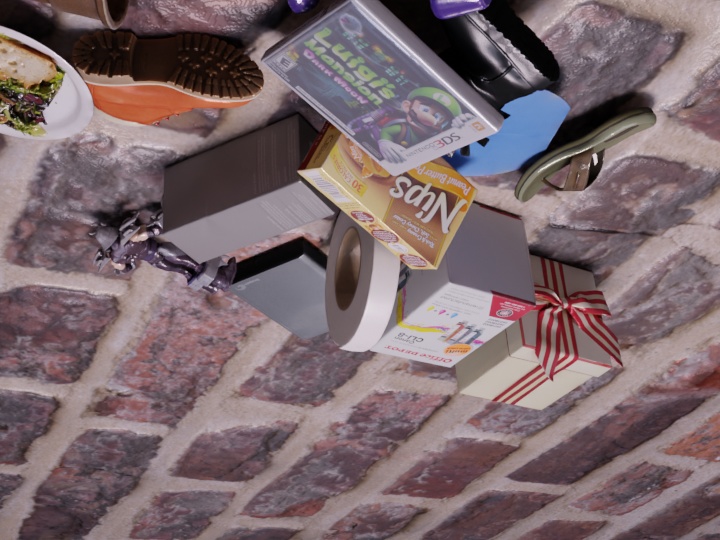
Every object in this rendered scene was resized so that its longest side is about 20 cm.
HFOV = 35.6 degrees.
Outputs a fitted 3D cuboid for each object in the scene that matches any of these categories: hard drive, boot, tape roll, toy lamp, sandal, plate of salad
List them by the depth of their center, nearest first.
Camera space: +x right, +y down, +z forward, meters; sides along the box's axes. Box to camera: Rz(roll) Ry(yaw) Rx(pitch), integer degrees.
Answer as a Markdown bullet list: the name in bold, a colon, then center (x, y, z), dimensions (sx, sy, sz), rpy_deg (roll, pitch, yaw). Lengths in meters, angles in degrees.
- **toy lamp**: center (0.028, -0.271, 1.075), dimensions (0.199, 0.058, 0.058), rpy_deg (9, 155, 25)
- **boot**: center (0.091, -0.220, 1.167), dimensions (0.162, 0.073, 0.198), rpy_deg (-30, 118, 37)
- **plate of salad**: center (-0.383, -0.191, 1.190), dimensions (0.199, 0.048, 0.200), rpy_deg (8, 152, 4)
- **boot**: center (-0.204, -0.198, 1.216), dimensions (0.199, 0.075, 0.107), rpy_deg (7, 150, -2)
- **sandal**: center (0.272, -0.130, 1.364), dimensions (0.201, 0.057, 0.080), rpy_deg (-29, 172, 32)
- **tape roll**: center (0.000, 0.000, 1.427), dimensions (0.037, 0.203, 0.203), rpy_deg (8, 146, -18)
- **hard drive**: center (-0.084, 0.031, 1.626), dimensions (0.139, 0.033, 0.200), rpy_deg (-21, 144, 25)

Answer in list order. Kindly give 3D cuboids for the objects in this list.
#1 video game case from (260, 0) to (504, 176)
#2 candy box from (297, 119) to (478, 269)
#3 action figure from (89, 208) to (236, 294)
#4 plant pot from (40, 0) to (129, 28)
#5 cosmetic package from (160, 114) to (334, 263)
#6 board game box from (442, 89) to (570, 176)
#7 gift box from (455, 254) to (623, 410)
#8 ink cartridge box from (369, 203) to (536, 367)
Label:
- **video game case**: center (0.018, -0.184, 1.140), dimensions (0.200, 0.023, 0.182), rpy_deg (39, 150, -21)
- **candy box**: center (0.035, -0.103, 1.298), dimensions (0.200, 0.116, 0.055), rpy_deg (40, 160, -29)
- **action figure**: center (-0.268, -0.023, 1.489), dimensions (0.200, 0.070, 0.130), rpy_deg (23, 146, -31)
- **plant pot**: center (-0.288, -0.310, 0.908), dimensions (0.197, 0.201, 0.200), rpy_deg (7, 147, -5)
- **cosmetic package**: center (-0.137, -0.096, 1.349), dimensions (0.199, 0.107, 0.090), rpy_deg (-19, 145, 25)
- **board game box**: center (0.151, -0.177, 1.319), dimensions (0.157, 0.039, 0.200), rpy_deg (1, 155, -10)
- **gift box**: center (0.255, 0.097, 1.626), dimensions (0.184, 0.201, 0.187), rpy_deg (9, 145, -30)
- **ink cartridge box**: center (0.114, 0.019, 1.526), dimensions (0.145, 0.145, 0.200), rpy_deg (14, 144, -28)
